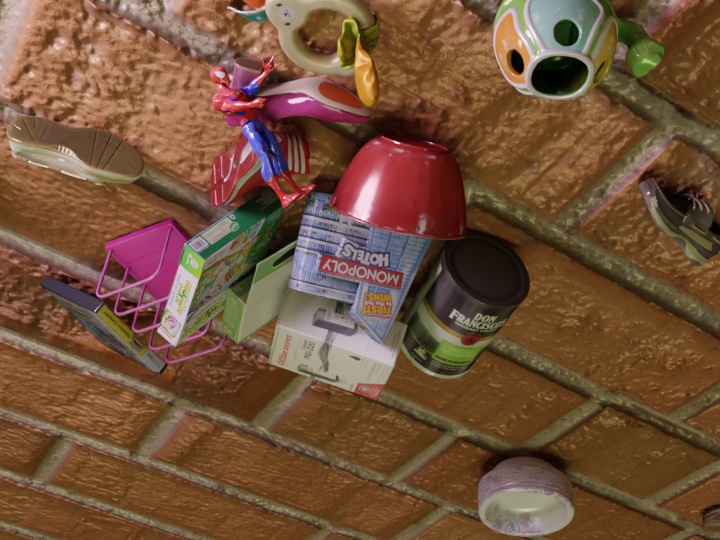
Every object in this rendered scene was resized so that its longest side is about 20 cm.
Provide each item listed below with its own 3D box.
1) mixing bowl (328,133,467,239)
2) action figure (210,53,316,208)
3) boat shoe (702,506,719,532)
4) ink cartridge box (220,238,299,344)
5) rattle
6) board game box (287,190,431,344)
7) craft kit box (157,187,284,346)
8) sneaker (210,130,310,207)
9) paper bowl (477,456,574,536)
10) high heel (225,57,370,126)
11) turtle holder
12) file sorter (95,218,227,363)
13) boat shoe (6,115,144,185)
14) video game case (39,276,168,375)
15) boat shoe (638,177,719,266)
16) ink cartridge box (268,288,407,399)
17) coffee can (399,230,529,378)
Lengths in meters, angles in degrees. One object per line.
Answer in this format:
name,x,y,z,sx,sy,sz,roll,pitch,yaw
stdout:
mixing bowl,0.063,-0.124,1.223,0.198,0.200,0.110,11,105,-6
action figure,-0.117,-0.191,1.137,0.099,0.065,0.201,-37,90,32
boat shoe,0.853,0.554,1.935,0.198,0.074,0.076,-10,135,16
ink cartridge box,-0.143,0.012,1.402,0.048,0.145,0.201,40,139,19
rattle,-0.076,-0.278,1.088,0.198,0.144,0.130,19,155,-24
board game box,0.000,0.000,1.329,0.198,0.202,0.062,12,180,-16
craft kit box,-0.210,-0.006,1.344,0.048,0.200,0.198,39,134,9
sneaker,-0.138,-0.138,1.286,0.114,0.079,0.199,4,164,-30
paper bowl,0.347,0.468,1.871,0.198,0.105,0.202,3,138,3
high heel,-0.087,-0.215,1.203,0.198,0.068,0.097,21,127,5
turtle holder,0.251,-0.264,1.068,0.184,0.133,0.141,23,134,-18
file sorter,-0.318,0.043,1.462,0.138,0.126,0.200,-17,133,22
boat shoe,-0.412,-0.165,1.291,0.198,0.074,0.063,13,144,-5
video game case,-0.443,0.094,1.527,0.199,0.026,0.181,16,151,43
boat shoe,0.475,-0.083,1.297,0.073,0.075,0.199,-36,133,24
ink cartridge box,-0.041,0.118,1.437,0.198,0.085,0.146,20,147,0
coffee can,0.160,0.058,1.415,0.145,0.147,0.201,16,137,-11
